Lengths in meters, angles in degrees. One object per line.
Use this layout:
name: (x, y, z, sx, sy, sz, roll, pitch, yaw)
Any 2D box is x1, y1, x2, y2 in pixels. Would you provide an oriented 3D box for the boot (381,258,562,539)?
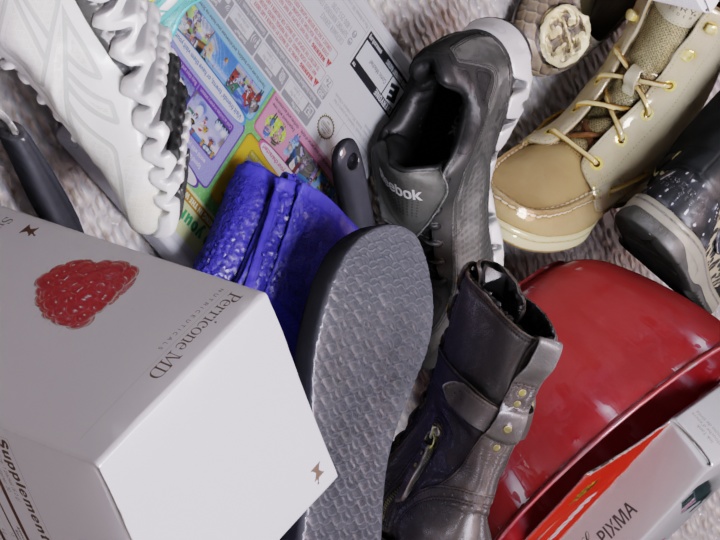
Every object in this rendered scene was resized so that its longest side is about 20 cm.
boot: (0.047, 0.077, 1.530, 0.069, 0.200, 0.175, 11, 102, -25)

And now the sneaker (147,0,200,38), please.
sneaker: (-0.049, -0.179, 1.407, 0.200, 0.077, 0.080, -32, 117, -18)

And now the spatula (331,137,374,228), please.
spatula: (0.000, 0.000, 1.571, 0.057, 0.021, 0.200, -46, 150, -31)

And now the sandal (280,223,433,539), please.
sandal: (-0.015, 0.072, 1.428, 0.076, 0.043, 0.201, 14, 87, -42)

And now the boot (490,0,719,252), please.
boot: (0.149, -0.099, 1.643, 0.200, 0.073, 0.156, -23, 148, -48)

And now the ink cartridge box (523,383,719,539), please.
ink cartridge box: (0.149, 0.156, 1.715, 0.173, 0.044, 0.200, -29, 163, -45)

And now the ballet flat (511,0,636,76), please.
ballet flat: (0.159, -0.180, 1.691, 0.200, 0.046, 0.068, -41, 131, -33)

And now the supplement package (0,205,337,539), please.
supplement package: (-0.132, 0.065, 1.311, 0.121, 0.200, 0.120, -46, 134, -30)

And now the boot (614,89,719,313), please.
boot: (0.223, -0.057, 1.675, 0.154, 0.073, 0.204, -51, 168, 0)

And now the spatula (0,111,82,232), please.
spatula: (-0.174, -0.071, 1.331, 0.021, 0.056, 0.200, -53, 141, -16)

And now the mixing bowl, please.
mixing bowl: (0.116, 0.066, 1.653, 0.200, 0.108, 0.200, -39, 167, -11)

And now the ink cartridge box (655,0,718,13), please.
ink cartridge box: (0.174, -0.254, 1.601, 0.200, 0.146, 0.083, -56, 138, -18)

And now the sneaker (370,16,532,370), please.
sneaker: (0.038, -0.039, 1.563, 0.090, 0.066, 0.201, -12, 115, -54)

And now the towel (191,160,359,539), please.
towel: (-0.040, 0.062, 1.454, 0.148, 0.049, 0.201, 40, 58, -33)

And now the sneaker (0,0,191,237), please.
sneaker: (-0.131, -0.104, 1.333, 0.075, 0.081, 0.201, -89, 164, -61)

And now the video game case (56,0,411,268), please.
video game case: (-0.057, -0.085, 1.488, 0.182, 0.022, 0.200, -59, 140, -17)
